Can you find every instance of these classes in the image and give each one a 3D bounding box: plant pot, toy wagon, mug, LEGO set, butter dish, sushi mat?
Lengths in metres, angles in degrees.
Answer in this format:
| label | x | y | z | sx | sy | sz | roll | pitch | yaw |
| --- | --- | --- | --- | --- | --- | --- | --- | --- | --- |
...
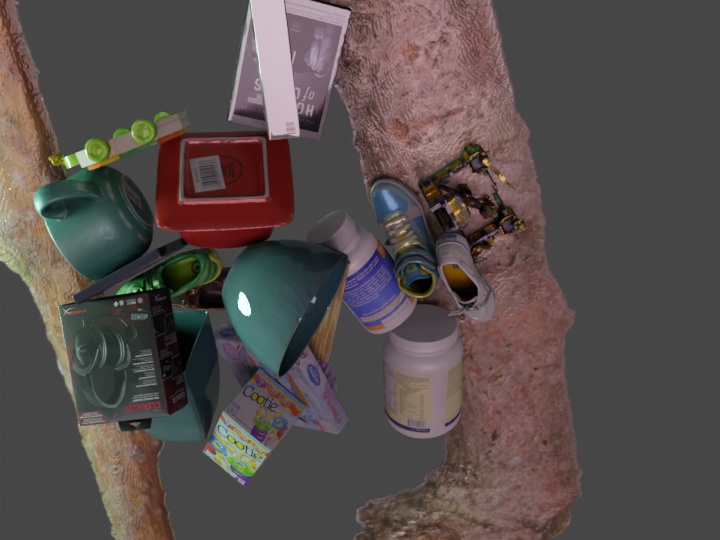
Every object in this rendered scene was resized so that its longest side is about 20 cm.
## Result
| label | x | y | z | sx | sy | sz | roll | pitch | yaw |
| --- | --- | --- | --- | --- | --- | --- | --- | --- | --- |
| plant pot | -0.316 | 0.191 | 1.273 | 0.139 | 0.142 | 0.202 | -1 | 128 | 10 |
| toy wagon | -0.341 | -0.181 | 1.071 | 0.198 | 0.155 | 0.040 | -21 | 105 | 3 |
| mug | -0.379 | -0.075 | 1.107 | 0.113 | 0.185 | 0.153 | -27 | 103 | 3 |
| plant pot | -0.123 | 0.034 | 1.105 | 0.134 | 0.200 | 0.202 | 29 | 113 | 7 |
| LEGO set | 0.186 | -0.092 | 1.225 | 0.152 | 0.116 | 0.202 | -23 | 120 | 4 |
| butter dish | -0.202 | -0.103 | 1.142 | 0.196 | 0.202 | 0.149 | -2 | 142 | -9 |
| sushi mat | -0.078 | 0.057 | 1.220 | 0.094 | 0.012 | 0.202 | 18 | 121 | 7 |

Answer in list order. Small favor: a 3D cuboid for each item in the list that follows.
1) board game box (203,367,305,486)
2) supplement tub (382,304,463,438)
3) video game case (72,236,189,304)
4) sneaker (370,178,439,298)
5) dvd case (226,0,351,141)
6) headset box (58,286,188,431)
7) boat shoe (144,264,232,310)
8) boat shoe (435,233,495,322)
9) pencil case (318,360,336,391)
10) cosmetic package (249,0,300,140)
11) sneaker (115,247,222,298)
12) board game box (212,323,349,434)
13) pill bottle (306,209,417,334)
| label | x | y | z | sx | sy | sz | roll | pitch | yaw |
| --- | --- | --- | --- | --- | --- | --- | --- | --- | --- |
| board game box | -0.188 | 0.275 | 1.304 | 0.104 | 0.103 | 0.201 | 38 | 142 | 4 |
| supplement tub | 0.111 | 0.178 | 1.342 | 0.143 | 0.145 | 0.202 | -6 | 119 | -6 |
| video game case | -0.336 | -0.007 | 1.144 | 0.142 | 0.200 | 0.019 | -28 | 99 | 6 |
| sneaker | 0.074 | -0.046 | 1.212 | 0.079 | 0.131 | 0.201 | -27 | 108 | 20 |
| dvd case | -0.108 | -0.304 | 1.119 | 0.148 | 0.025 | 0.202 | 10 | 115 | -13 |
| headset box | -0.348 | 0.137 | 1.119 | 0.147 | 0.077 | 0.203 | -7 | 93 | 11 |
| boat shoe | -0.265 | 0.030 | 1.247 | 0.197 | 0.071 | 0.071 | -2 | 122 | -7 |
| boat shoe | 0.171 | 0.038 | 1.215 | 0.074 | 0.087 | 0.203 | -9 | 137 | 19 |
| pencil case | -0.088 | 0.138 | 1.328 | 0.085 | 0.083 | 0.202 | -30 | 128 | -33 |
| cosmetic package | -0.121 | -0.294 | 1.062 | 0.050 | 0.083 | 0.202 | -6 | 118 | -2 |
| sneaker | -0.314 | 0.019 | 1.179 | 0.198 | 0.084 | 0.075 | -31 | 81 | 6 |
| board game box | -0.139 | 0.184 | 1.293 | 0.198 | 0.041 | 0.202 | 1 | 128 | 41 |
| pill bottle | 0.000 | 0.000 | 1.248 | 0.111 | 0.112 | 0.201 | -33 | 118 | 9 |
